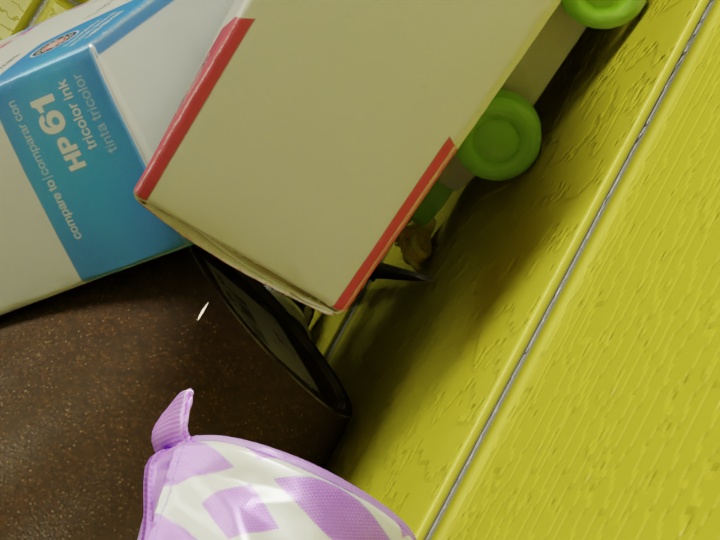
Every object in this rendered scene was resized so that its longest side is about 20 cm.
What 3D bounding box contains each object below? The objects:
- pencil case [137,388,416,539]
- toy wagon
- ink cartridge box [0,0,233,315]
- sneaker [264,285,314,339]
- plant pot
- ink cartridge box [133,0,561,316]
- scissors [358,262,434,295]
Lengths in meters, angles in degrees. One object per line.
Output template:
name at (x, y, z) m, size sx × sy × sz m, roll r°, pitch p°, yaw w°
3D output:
pencil case at (-0.056, 0.136, 0.484) m, size 0.200 × 0.085 × 0.084 m, roll -63°, pitch 8°, yaw -31°
toy wagon at (0.058, -0.088, 0.747) m, size 0.200 × 0.040 × 0.155 m, roll -56°, pitch 9°, yaw 24°
ink cartridge box at (-0.140, -0.040, 0.758) m, size 0.200 × 0.085 × 0.145 m, roll -21°, pitch 16°, yaw 24°
sneaker at (-0.059, 0.028, 0.914) m, size 0.115 × 0.076 × 0.201 m, roll -66°, pitch 8°, yaw -29°
plant pot at (-0.107, 0.085, 0.734) m, size 0.200 × 0.187 × 0.187 m, roll -42°, pitch 11°, yaw 7°
ink cartridge box at (0.008, -0.101, 0.665) m, size 0.147 × 0.083 × 0.200 m, roll -56°, pitch 9°, yaw 29°
scissors at (0.000, 0.000, 0.838) m, size 0.014 × 0.073 × 0.200 m, roll -51°, pitch 31°, yaw -11°
